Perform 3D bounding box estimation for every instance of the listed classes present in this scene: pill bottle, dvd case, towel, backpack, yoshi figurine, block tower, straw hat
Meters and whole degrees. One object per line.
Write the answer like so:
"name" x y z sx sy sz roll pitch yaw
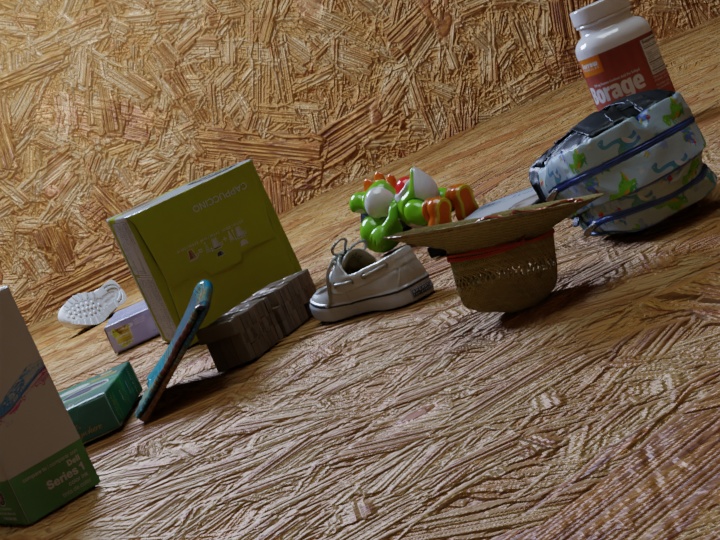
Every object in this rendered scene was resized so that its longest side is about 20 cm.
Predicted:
"pill bottle" 0.371 -0.285 1.981 0.112 0.201 0.112 -23 7 3
"dvd case" 0.181 -0.072 1.772 0.142 0.018 0.200 -21 7 30
"towel" -0.205 0.085 1.561 0.147 0.022 0.200 -61 7 3
"backpack" 0.258 -0.103 1.337 0.162 0.155 0.200 -22 -15 -5
"yoshi figurine" 0.066 -0.068 1.937 0.199 0.112 0.113 5 68 47
"block tower" -0.115 0.058 1.642 0.054 0.058 0.200 -20 6 28
"straw hat" 0.125 -0.007 1.216 0.199 0.086 0.201 -11 3 1

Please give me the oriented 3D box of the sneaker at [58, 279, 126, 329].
"sneaker" -0.565 0.086 2.904 0.080 0.077 0.200 -33 -3 28

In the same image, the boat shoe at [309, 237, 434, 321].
"boat shoe" -0.003 0.002 1.555 0.074 0.087 0.202 -28 8 -31

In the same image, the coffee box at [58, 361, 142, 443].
"coffee box" -0.319 0.162 1.589 0.122 0.044 0.200 -24 7 0

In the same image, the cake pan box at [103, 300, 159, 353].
"cake pan box" -0.320 0.064 2.290 0.183 0.053 0.200 -22 7 -3

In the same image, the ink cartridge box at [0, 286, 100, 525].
"ink cartridge box" -0.339 0.125 1.286 0.084 0.201 0.144 -29 9 -34

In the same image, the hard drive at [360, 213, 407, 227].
"hard drive" 0.061 -0.094 2.229 0.134 0.043 0.200 -24 7 0

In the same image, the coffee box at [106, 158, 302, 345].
"coffee box" -0.220 -0.025 2.000 0.199 0.201 0.198 -26 8 -16
